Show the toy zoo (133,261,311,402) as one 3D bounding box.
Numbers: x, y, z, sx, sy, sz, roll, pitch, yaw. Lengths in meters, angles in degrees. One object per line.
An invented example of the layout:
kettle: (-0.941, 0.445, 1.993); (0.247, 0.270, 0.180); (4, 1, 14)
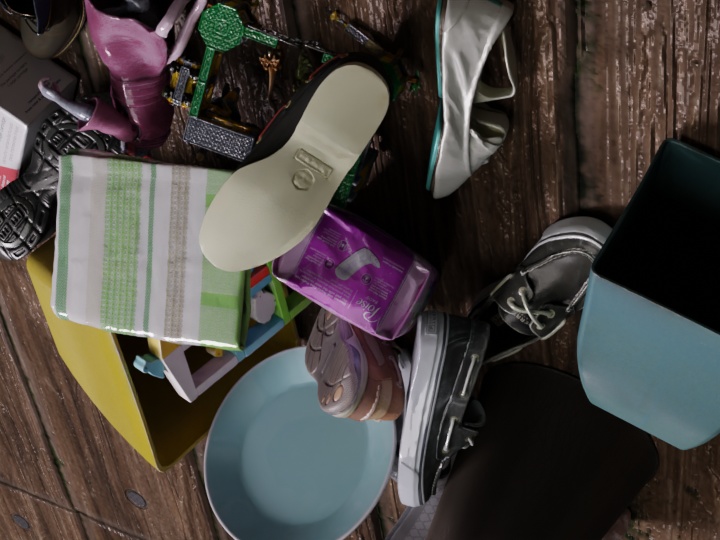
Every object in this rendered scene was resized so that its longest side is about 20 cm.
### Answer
toy zoo: (-0.125, 0.030, 1.384); (0.020, 0.200, 0.132); (26, 143, 37)

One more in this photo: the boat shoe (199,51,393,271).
boat shoe: (-0.048, -0.081, 1.170); (0.073, 0.063, 0.202); (38, 108, -10)

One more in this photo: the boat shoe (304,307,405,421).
boat shoe: (-0.002, 0.079, 1.367); (0.071, 0.200, 0.076); (21, 113, -16)

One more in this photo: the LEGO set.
LEGO set: (-0.050, -0.143, 1.248); (0.198, 0.116, 0.155); (13, 108, 8)

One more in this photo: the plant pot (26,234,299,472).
plant pot: (-0.200, 0.030, 1.466); (0.176, 0.200, 0.201); (26, 143, 35)

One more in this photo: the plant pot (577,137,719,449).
plant pot: (0.247, 0.037, 1.154); (0.140, 0.142, 0.201); (26, 148, 14)

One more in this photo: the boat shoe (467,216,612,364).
boat shoe: (0.147, 0.026, 1.273); (0.071, 0.064, 0.200); (40, 142, -3)

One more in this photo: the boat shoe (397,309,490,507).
boat shoe: (0.072, 0.126, 1.307); (0.070, 0.072, 0.201); (8, 126, 1)

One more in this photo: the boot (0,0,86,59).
boot: (-0.285, -0.236, 1.322); (0.074, 0.097, 0.200); (34, 142, 5)

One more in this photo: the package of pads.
package of pads: (0.000, 0.000, 1.280); (0.120, 0.076, 0.200); (29, -177, 5)

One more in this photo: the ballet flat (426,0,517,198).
ballet flat: (0.086, -0.128, 1.173); (0.069, 0.070, 0.201); (22, 139, 19)

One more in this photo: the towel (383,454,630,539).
towel: (0.129, 0.254, 1.412); (0.190, 0.200, 0.032); (25, 139, 18)

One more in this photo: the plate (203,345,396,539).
plate: (-0.054, 0.168, 1.415); (0.199, 0.202, 0.026); (11, 164, 30)

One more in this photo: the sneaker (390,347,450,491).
sneaker: (0.031, 0.109, 1.442); (0.200, 0.075, 0.116); (42, 117, 41)

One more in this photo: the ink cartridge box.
ink cartridge box: (-0.385, -0.175, 1.474); (0.199, 0.084, 0.145); (35, 143, 4)

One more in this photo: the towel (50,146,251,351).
towel: (-0.171, -0.019, 1.271); (0.198, 0.031, 0.151); (9, 99, 29)

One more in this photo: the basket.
basket: (0.145, 0.207, 1.349); (0.179, 0.200, 0.137); (27, 141, 12)

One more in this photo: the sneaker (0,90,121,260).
sneaker: (-0.279, -0.097, 1.452); (0.200, 0.091, 0.076); (-42, 90, 17)

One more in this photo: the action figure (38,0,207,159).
action figure: (-0.179, -0.168, 1.289); (0.148, 0.134, 0.201); (17, 128, 23)
